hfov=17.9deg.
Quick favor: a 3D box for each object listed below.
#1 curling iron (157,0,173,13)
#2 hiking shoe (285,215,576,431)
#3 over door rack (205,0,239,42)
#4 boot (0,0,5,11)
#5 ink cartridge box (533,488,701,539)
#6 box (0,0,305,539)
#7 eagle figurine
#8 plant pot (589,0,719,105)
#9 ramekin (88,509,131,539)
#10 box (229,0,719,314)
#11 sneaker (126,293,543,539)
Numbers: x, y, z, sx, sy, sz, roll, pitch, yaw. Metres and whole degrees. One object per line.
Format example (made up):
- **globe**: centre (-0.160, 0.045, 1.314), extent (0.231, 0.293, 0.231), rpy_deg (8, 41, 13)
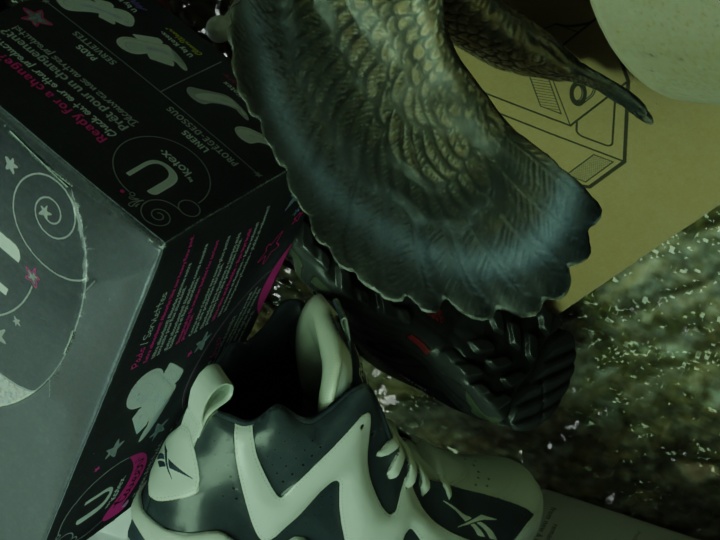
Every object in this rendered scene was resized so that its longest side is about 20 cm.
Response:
- **curling iron**: centre (-0.087, -0.079, 1.036), extent (0.050, 0.026, 0.200), rpy_deg (22, 143, 42)
- **hiking shoe**: centre (0.000, 0.000, 1.003), extent (0.200, 0.076, 0.101), rpy_deg (47, 154, -22)
- **over door rack**: centre (-0.080, -0.196, 0.886), extent (0.148, 0.067, 0.200), rpy_deg (32, 130, 4)
- **boot**: centre (-0.218, -0.075, 1.012), extent (0.073, 0.163, 0.198), rpy_deg (20, 134, 16)
- **ink cartridge box**: centre (0.160, 0.208, 1.095), extent (0.200, 0.083, 0.147), rpy_deg (17, 133, 16)
- **box**: centre (-0.121, 0.002, 0.933), extent (0.132, 0.115, 0.200), rpy_deg (39, 129, 15)
- **eagle figurine**: centre (0.021, -0.098, 0.815), extent (0.151, 0.152, 0.200), rpy_deg (48, 163, 56)
- **plant pot**: centre (0.180, -0.123, 0.748), extent (0.183, 0.200, 0.201), rpy_deg (4, 129, 41)
- **ramekin**: centre (-0.134, 0.120, 1.171), extent (0.200, 0.105, 0.200), rpy_deg (15, 132, 18)
- **box**: centre (0.063, -0.087, 0.943), extent (0.200, 0.021, 0.163), rpy_deg (43, 136, -9)
- **sneaker**: centre (0.004, 0.070, 0.965), extent (0.199, 0.080, 0.130), rpy_deg (1, 121, -25)
